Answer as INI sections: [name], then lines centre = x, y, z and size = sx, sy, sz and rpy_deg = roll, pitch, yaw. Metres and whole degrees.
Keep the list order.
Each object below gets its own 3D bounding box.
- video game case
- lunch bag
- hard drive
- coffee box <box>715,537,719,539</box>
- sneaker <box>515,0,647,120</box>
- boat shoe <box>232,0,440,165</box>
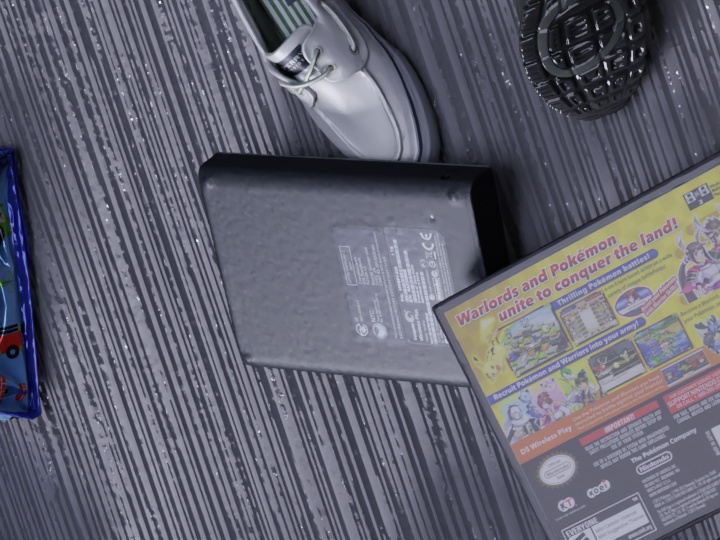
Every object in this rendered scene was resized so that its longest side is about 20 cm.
[video game case]
centre = 0.166, 0.056, 1.672
size = 0.199, 0.025, 0.181
rpy_deg = -29, 85, 18
[lunch bag]
centre = -0.301, 0.000, 1.977
size = 0.150, 0.094, 0.201
rpy_deg = 2, 93, 36
[hard drive]
centre = 0.000, 0.000, 1.780
size = 0.199, 0.033, 0.140
rpy_deg = 4, 119, 33
[coffee box]
centre = 0.267, 0.141, 1.549
size = 0.113, 0.200, 0.080
rpy_deg = -37, 80, 34
[sneaker]
centre = 0.112, -0.182, 1.660
size = 0.076, 0.091, 0.201
rpy_deg = -15, 115, 8
[boat shoe]
centre = -0.031, -0.132, 1.768
size = 0.074, 0.067, 0.200
rpy_deg = -43, 77, 33
